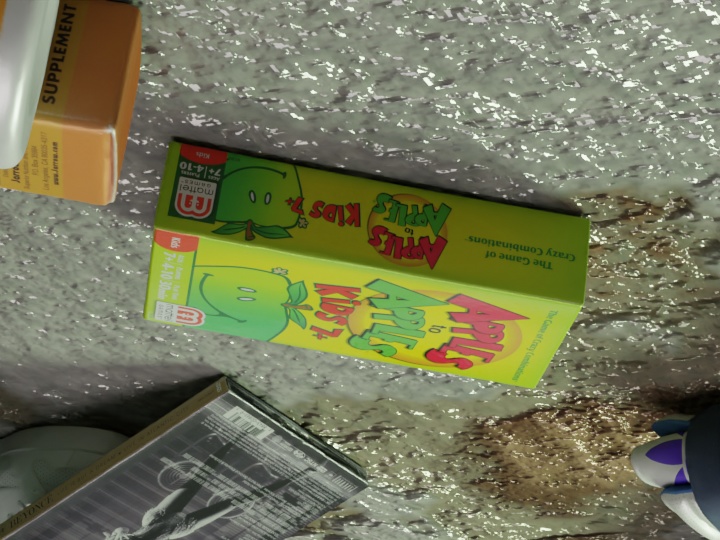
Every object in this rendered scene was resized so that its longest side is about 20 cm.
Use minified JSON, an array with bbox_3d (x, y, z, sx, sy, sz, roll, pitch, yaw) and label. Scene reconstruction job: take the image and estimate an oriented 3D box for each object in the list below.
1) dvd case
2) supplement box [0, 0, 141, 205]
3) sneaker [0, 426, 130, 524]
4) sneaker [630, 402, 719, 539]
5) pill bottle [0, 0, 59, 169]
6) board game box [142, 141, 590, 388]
[{"bbox_3d":[-0.114,0.148,1.227,0.200,0.016,0.149,-34,138,17],"label":"dvd case"},{"bbox_3d":[-0.194,-0.085,0.830,0.199,0.067,0.069,8,153,-2],"label":"supplement box"},{"bbox_3d":[-0.221,0.167,1.273,0.199,0.116,0.074,-15,144,35],"label":"sneaker"},{"bbox_3d":[0.210,0.097,1.050,0.146,0.081,0.200,-5,156,16],"label":"sneaker"},{"bbox_3d":[-0.213,-0.110,0.735,0.199,0.113,0.112,11,153,-7],"label":"pill bottle"},{"bbox_3d":[0.000,0.000,0.959,0.199,0.048,0.102,10,153,-4],"label":"board game box"}]
